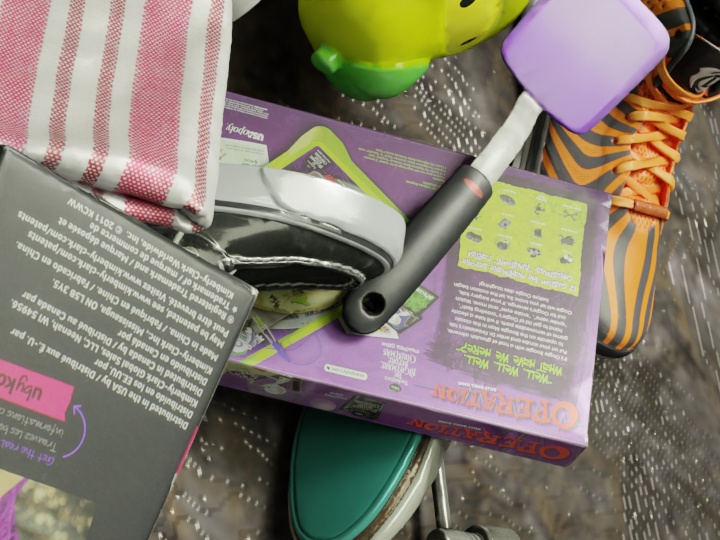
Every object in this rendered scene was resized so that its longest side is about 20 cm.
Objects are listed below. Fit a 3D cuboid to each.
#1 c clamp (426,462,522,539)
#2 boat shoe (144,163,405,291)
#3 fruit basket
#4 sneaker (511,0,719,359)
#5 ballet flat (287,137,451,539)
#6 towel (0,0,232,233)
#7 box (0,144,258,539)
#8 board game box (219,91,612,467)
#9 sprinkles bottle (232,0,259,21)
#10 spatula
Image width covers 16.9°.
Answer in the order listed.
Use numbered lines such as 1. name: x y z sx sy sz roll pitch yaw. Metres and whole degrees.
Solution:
1. c clamp: 0.102 0.154 1.081 0.200 0.027 0.171 20 63 -40
2. boat shoe: -0.080 -0.003 0.899 0.199 0.074 0.068 8 71 -21
3. fruit basket: 0.055 -0.165 1.028 0.216 0.155 0.216 0 90 -83
4. sneaker: 0.131 -0.064 1.132 0.077 0.112 0.200 12 66 -41
5. ballet flat: 0.017 0.039 1.023 0.069 0.069 0.200 29 56 -34
6. towel: -0.139 -0.095 0.868 0.200 0.030 0.147 17 45 -17
7. box: -0.139 0.069 0.768 0.106 0.122 0.200 32 76 -32
8. board game box: 0.000 0.000 0.978 0.200 0.032 0.120 15 57 -10
9. sprinkles bottle: -0.111 -0.183 0.970 0.200 0.068 0.068 41 50 -26
10. spatula: 0.054 -0.047 0.987 0.057 0.021 0.200 46 62 -10
